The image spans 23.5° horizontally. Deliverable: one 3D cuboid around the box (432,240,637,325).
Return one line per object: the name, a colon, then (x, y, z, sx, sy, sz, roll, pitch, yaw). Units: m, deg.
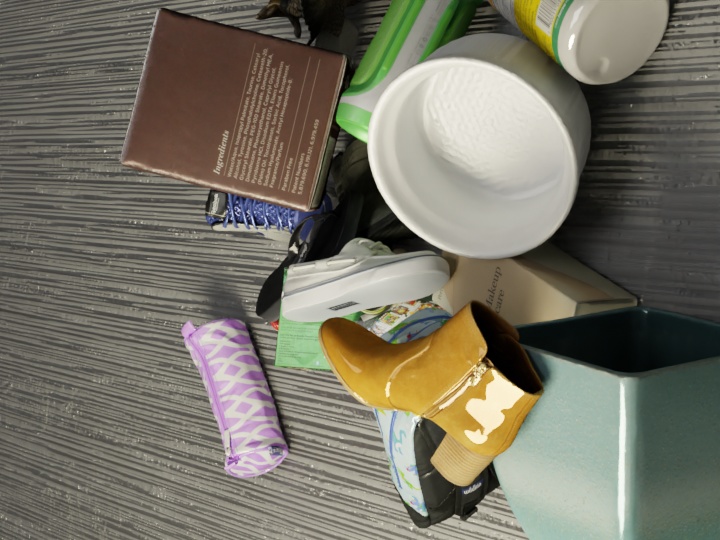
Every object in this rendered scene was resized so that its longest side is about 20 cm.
box: (0.160, 0.028, 1.629, 0.200, 0.078, 0.095, 35, 120, 49)

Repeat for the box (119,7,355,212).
box: (-0.122, -0.162, 1.784, 0.166, 0.199, 0.165, -59, -17, -86)

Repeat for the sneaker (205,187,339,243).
sneaker: (-0.113, -0.066, 1.993, 0.199, 0.115, 0.081, 20, 109, 54)

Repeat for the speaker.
speaker: (0.052, -0.220, 1.712, 0.088, 0.088, 0.200, 19, 80, 54)

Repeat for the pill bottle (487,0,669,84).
pill bottle: (0.178, -0.261, 1.563, 0.200, 0.113, 0.113, 49, 129, 42)

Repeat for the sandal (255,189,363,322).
sandal: (-0.062, -0.013, 1.838, 0.200, 0.043, 0.076, -46, 26, 36)

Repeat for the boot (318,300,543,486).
boot: (0.061, 0.070, 1.439, 0.201, 0.071, 0.144, 45, 131, 20)

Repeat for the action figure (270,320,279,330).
action figure: (-0.059, 0.039, 1.901, 0.200, 0.099, 0.065, 108, -176, -69)

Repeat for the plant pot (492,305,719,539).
plant pot: (0.229, 0.152, 1.447, 0.196, 0.196, 0.201, 13, 108, 55)

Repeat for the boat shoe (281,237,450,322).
boat shoe: (0.000, 0.000, 1.706, 0.200, 0.074, 0.066, -13, 68, 33)

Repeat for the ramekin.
ramekin: (0.116, -0.120, 1.589, 0.200, 0.098, 0.201, 12, 123, 19)

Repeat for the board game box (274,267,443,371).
board game box: (0.011, 0.054, 1.760, 0.199, 0.023, 0.105, 4, 85, 20)

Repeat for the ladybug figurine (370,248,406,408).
ladybug figurine: (0.041, 0.077, 1.812, 0.136, 0.072, 0.201, -18, 76, 55)

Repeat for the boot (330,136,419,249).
boot: (0.018, -0.091, 1.838, 0.200, 0.068, 0.131, -30, 66, 59)

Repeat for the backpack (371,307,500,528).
backpack: (0.081, 0.128, 1.597, 0.154, 0.163, 0.200, 56, 175, 22)

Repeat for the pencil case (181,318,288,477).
pencil case: (-0.153, 0.154, 2.087, 0.084, 0.085, 0.200, -50, 51, 42)

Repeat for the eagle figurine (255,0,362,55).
eagle figurine: (-0.039, -0.312, 1.844, 0.200, 0.151, 0.152, -19, 65, 62)
